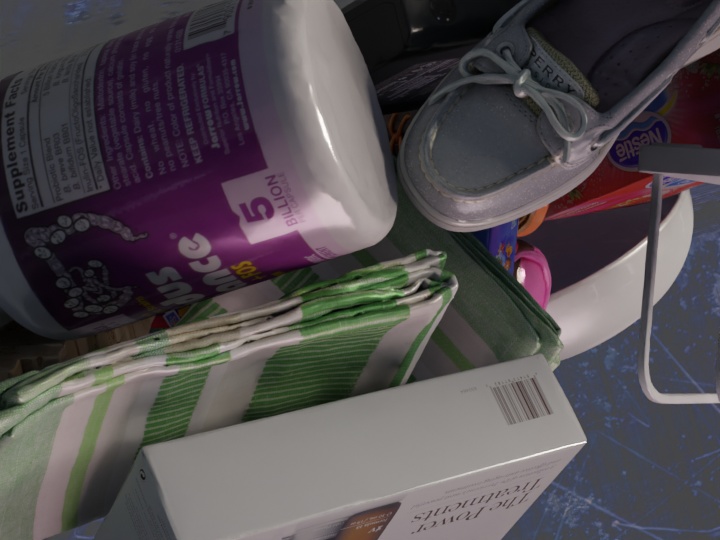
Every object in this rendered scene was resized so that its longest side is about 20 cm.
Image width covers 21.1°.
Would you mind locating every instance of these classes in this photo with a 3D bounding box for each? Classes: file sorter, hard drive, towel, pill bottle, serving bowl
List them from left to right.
[{"bbox_3d":[-0.094,-0.036,0.781,0.198,0.113,0.112,-17,175,15],"label":"pill bottle"},{"bbox_3d":[-0.065,0.061,0.797,0.199,0.024,0.153,-17,155,-24],"label":"towel"},{"bbox_3d":[-0.012,0.046,0.943,0.200,0.153,0.023,-48,175,31],"label":"towel"},{"bbox_3d":[0.058,-0.108,0.912,0.199,0.033,0.139,-12,174,-36],"label":"hard drive"},{"bbox_3d":[0.112,0.005,1.164,0.199,0.066,0.200,-21,-160,8],"label":"serving bowl"},{"bbox_3d":[0.242,0.013,0.885,0.199,0.126,0.138,7,-179,41],"label":"file sorter"}]

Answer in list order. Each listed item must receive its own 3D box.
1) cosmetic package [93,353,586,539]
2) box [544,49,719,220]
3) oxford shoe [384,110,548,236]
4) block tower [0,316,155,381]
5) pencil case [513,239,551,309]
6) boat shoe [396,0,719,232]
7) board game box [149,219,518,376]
[{"bbox_3d":[-0.019,0.112,0.841,0.199,0.052,0.151,-11,153,-30],"label":"cosmetic package"},{"bbox_3d":[0.173,-0.098,1.014,0.099,0.096,0.199,-10,173,-37],"label":"box"},{"bbox_3d":[0.048,-0.060,1.024,0.072,0.072,0.200,7,-176,-18],"label":"oxford shoe"},{"bbox_3d":[-0.129,0.010,0.891,0.053,0.058,0.201,-1,-146,14],"label":"block tower"},{"bbox_3d":[0.000,0.000,1.063,0.199,0.094,0.091,23,-168,28],"label":"pencil case"},{"bbox_3d":[0.098,-0.094,0.795,0.201,0.075,0.065,-35,163,-9],"label":"boat shoe"},{"bbox_3d":[-0.024,0.016,0.982,0.198,0.136,0.045,12,-160,21],"label":"board game box"}]
